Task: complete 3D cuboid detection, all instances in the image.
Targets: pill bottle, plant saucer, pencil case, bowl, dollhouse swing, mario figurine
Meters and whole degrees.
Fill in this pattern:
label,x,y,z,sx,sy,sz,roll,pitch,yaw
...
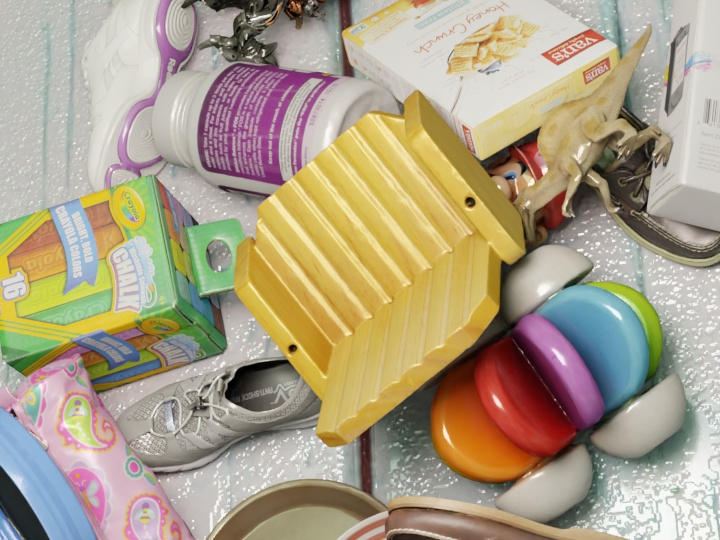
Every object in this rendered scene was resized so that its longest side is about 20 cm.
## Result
label,x,y,z,sx,sy,sz,roll,pitch,yaw
pill bottle,-0.073,-0.115,1.688,0.199,0.112,0.113,12,74,34
plant saucer,-0.042,0.263,1.593,0.199,0.029,0.201,-6,68,15
pencil case,-0.210,0.165,1.610,0.087,0.087,0.200,-32,92,3
bowl,-0.271,0.189,1.606,0.039,0.201,0.201,-33,61,-28
dollhouse swing,0.000,0.000,1.511,0.200,0.176,0.182,-39,90,20
mario figurine,0.078,-0.041,1.621,0.200,0.124,0.106,-33,22,10

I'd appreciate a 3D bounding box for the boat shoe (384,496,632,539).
label,x,y,z,sx,sy,sz,roll,pitch,yaw
boat shoe,0.113,0.219,1.514,0.199,0.070,0.071,12,69,1

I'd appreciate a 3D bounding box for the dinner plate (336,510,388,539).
label,x,y,z,sx,sy,sz,roll,pitch,yaw
dinner plate,0.049,0.278,1.532,0.199,0.024,0.201,4,67,-10

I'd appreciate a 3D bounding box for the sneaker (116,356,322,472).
label,x,y,z,sx,sy,sz,roll,pitch,yaw
sneaker,-0.115,0.103,1.644,0.199,0.082,0.075,-20,66,9

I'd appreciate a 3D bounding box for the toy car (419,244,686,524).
label,x,y,z,sx,sy,sz,roll,pitch,yaw
toy car,0.139,0.083,1.523,0.200,0.150,0.175,-35,81,2

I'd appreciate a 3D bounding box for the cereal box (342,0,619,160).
label,x,y,z,sx,sy,sz,roll,pitch,yaw
cereal box,0.096,-0.175,1.650,0.144,0.040,0.200,-31,41,-18

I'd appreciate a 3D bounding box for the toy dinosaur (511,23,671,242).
label,x,y,z,sx,sy,sz,roll,pitch,yaw
toy dinosaur,0.181,-0.107,1.546,0.101,0.058,0.200,32,87,44

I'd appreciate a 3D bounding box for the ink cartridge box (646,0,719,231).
label,x,y,z,sx,sy,sz,roll,pitch,yaw
ink cartridge box,0.311,-0.130,1.573,0.147,0.086,0.201,13,70,-8

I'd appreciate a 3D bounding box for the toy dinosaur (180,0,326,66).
label,x,y,z,sx,sy,sz,roll,pitch,yaw
toy dinosaur,-0.087,-0.251,1.734,0.199,0.136,0.102,17,52,-21

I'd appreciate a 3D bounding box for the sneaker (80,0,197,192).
label,x,y,z,sx,sy,sz,roll,pitch,yaw
sneaker,-0.206,-0.155,1.786,0.099,0.075,0.201,3,70,37

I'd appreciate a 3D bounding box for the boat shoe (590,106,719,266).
label,x,y,z,sx,sy,sz,roll,pitch,yaw
boat shoe,0.215,-0.080,1.621,0.200,0.065,0.073,41,84,25

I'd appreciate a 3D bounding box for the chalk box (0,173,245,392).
label,x,y,z,sx,sy,sz,roll,pitch,yaw
chalk box,-0.190,0.010,1.679,0.199,0.124,0.125,-19,66,10
